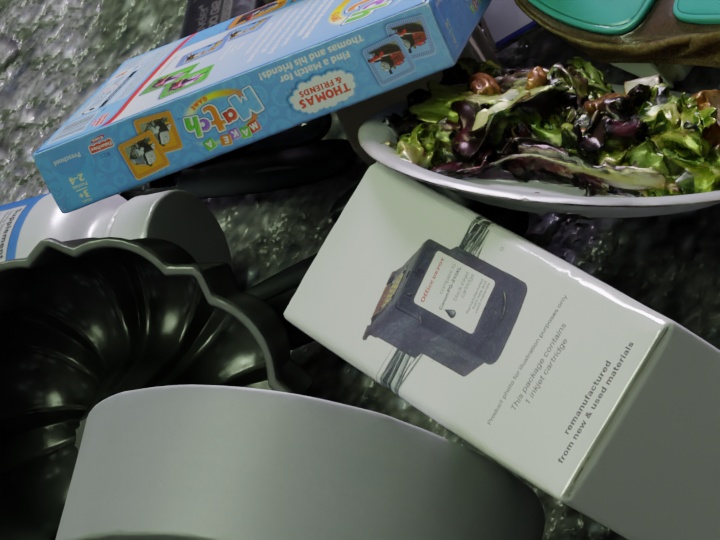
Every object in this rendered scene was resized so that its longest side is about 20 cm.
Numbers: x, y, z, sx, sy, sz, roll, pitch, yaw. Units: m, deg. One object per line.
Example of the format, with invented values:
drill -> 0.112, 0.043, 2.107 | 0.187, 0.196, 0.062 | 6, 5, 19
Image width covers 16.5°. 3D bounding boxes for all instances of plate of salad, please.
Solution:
plate of salad -> 0.099, -0.066, 1.078 | 0.200, 0.200, 0.048 | 24, 120, 48

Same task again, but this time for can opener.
can opener -> 0.000, 0.000, 1.208 | 0.200, 0.079, 0.063 | -27, 7, 44
can opener -> -0.090, -0.062, 1.339 | 0.200, 0.063, 0.079 | -7, 60, 41

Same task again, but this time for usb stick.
usb stick -> -0.075, -0.114, 1.330 | 0.055, 0.033, 0.200 | -22, 28, 14

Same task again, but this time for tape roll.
tape roll -> -0.026, 0.115, 1.043 | 0.200, 0.200, 0.066 | -8, 61, 41

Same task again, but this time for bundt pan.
bundt pan -> -0.107, 0.074, 1.201 | 0.201, 0.076, 0.202 | 5, 105, 19

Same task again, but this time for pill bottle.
pill bottle -> -0.170, 0.017, 1.322 | 0.200, 0.112, 0.112 | -12, 57, 29

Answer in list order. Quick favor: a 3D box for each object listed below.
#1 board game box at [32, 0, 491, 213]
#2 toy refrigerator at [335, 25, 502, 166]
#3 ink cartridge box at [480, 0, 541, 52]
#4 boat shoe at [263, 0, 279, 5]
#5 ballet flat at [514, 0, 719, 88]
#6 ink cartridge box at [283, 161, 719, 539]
board game box -> -0.039, -0.097, 1.161 | 0.200, 0.037, 0.151 | -20, 16, 19
toy refrigerator -> 0.015, -0.126, 1.279 | 0.076, 0.070, 0.200 | -36, 45, 11
ink cartridge box -> 0.114, -0.235, 1.230 | 0.197, 0.047, 0.200 | -29, 74, 15
boat shoe -> -0.029, -0.221, 1.279 | 0.072, 0.076, 0.200 | -10, 58, 14
ballet flat -> 0.154, -0.114, 1.132 | 0.200, 0.072, 0.068 | 9, 61, 46
ink cartridge box -> 0.085, 0.045, 1.041 | 0.200, 0.145, 0.084 | 32, 90, 49
